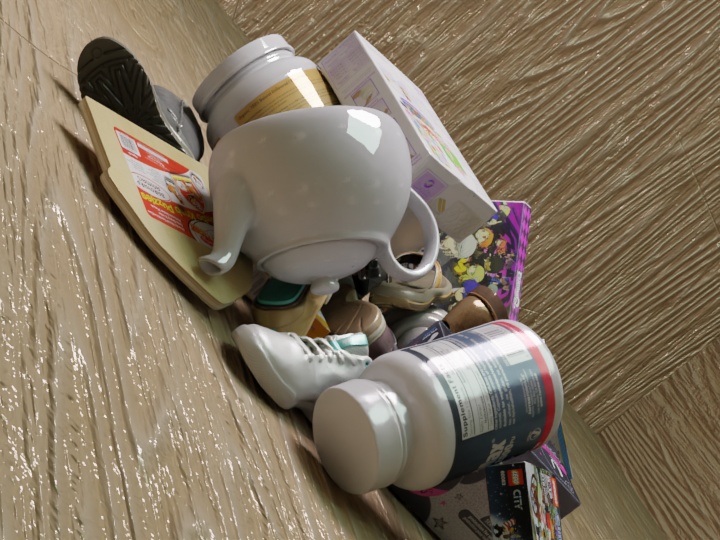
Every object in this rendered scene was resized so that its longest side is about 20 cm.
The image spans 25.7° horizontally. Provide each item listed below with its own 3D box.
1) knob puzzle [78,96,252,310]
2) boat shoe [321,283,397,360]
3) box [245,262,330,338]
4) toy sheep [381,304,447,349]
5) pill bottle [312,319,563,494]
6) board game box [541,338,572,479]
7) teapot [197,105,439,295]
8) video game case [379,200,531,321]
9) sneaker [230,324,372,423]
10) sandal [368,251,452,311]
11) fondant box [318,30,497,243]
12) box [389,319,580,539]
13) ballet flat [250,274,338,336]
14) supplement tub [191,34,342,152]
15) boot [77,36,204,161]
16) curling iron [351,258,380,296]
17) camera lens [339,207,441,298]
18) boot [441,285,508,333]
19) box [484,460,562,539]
[{"bbox_3d":[-0.164,-0.041,1.378,0.220,0.030,0.220,46,18,-19],"label":"knob puzzle"},{"bbox_3d":[-0.012,0.063,1.629,0.065,0.072,0.200,59,-12,-16],"label":"boat shoe"},{"bbox_3d":[-0.101,-0.009,1.616,0.119,0.041,0.200,47,5,-30],"label":"box"},{"bbox_3d":[0.061,0.100,1.729,0.138,0.138,0.200,49,-11,-8],"label":"toy sheep"},{"bbox_3d":[0.064,0.119,1.337,0.199,0.120,0.120,-14,55,-35],"label":"pill bottle"},{"bbox_3d":[0.142,0.160,1.646,0.201,0.133,0.034,73,8,-45],"label":"board game box"},{"bbox_3d":[-0.036,-0.051,1.406,0.197,0.198,0.148,59,21,-77],"label":"teapot"},{"bbox_3d":[0.100,0.015,1.850,0.180,0.202,0.036,4,-13,23],"label":"video game case"},{"bbox_3d":[-0.035,0.080,1.356,0.075,0.088,0.200,57,9,35],"label":"sneaker"},{"bbox_3d":[0.054,0.008,1.710,0.200,0.079,0.055,-21,114,-77],"label":"sandal"},{"bbox_3d":[0.048,-0.139,1.647,0.144,0.058,0.201,35,20,-50],"label":"fondant box"},{"bbox_3d":[0.096,0.176,1.527,0.200,0.132,0.115,47,10,-21],"label":"box"},{"bbox_3d":[-0.057,0.018,1.494,0.200,0.068,0.064,-54,142,-59],"label":"ballet flat"},{"bbox_3d":[-0.072,-0.133,1.666,0.201,0.144,0.145,53,7,9],"label":"supplement tub"},{"bbox_3d":[-0.211,-0.164,1.572,0.200,0.072,0.183,-88,153,-70],"label":"boot"},{"bbox_3d":[0.000,0.000,1.603,0.200,0.025,0.050,104,-22,-78],"label":"curling iron"},{"bbox_3d":[-0.010,-0.062,1.807,0.160,0.200,0.160,50,7,-8],"label":"camera lens"},{"bbox_3d":[0.123,0.115,1.667,0.073,0.075,0.201,28,-37,46],"label":"boot"},{"bbox_3d":[0.150,0.271,1.357,0.137,0.037,0.202,31,52,-69],"label":"box"}]
